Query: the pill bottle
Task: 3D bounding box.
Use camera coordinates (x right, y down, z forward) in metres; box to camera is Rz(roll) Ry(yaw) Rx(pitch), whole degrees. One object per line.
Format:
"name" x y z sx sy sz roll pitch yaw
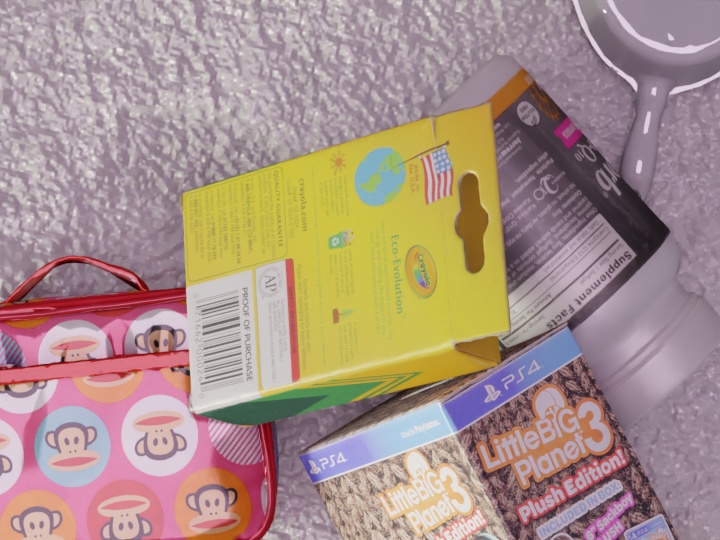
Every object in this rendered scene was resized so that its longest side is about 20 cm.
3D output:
"pill bottle" 0.104 -0.012 1.364 0.116 0.116 0.200 -42 92 0

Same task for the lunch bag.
"lunch bag" -0.147 0.079 1.381 0.198 0.082 0.178 -6 87 -3

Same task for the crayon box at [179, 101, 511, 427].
"crayon box" 0.000 0.000 1.284 0.199 0.051 0.128 -14 70 32

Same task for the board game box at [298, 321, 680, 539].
"board game box" 0.082 0.152 1.331 0.097 0.159 0.201 -29 91 -33

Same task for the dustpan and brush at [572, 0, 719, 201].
"dustpan and brush" 0.173 -0.132 1.401 0.138 0.057 0.202 11 84 0
